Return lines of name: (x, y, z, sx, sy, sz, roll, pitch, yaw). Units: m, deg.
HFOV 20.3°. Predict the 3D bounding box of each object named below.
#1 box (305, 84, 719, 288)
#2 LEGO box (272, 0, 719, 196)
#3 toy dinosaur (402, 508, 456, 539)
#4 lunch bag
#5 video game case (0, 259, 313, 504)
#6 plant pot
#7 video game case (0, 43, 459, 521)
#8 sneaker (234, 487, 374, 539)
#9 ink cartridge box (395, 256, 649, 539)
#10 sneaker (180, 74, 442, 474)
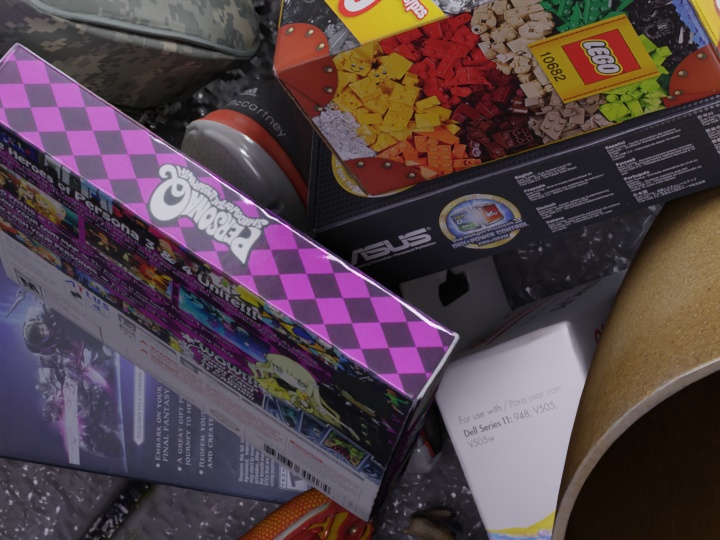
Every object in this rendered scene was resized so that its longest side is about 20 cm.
box: (0.077, -0.089, 0.783, 0.199, 0.161, 0.044, -17, 136, 24)
LEGO box: (0.057, -0.142, 0.753, 0.148, 0.201, 0.077, -16, 137, 24)
toy dinosaur: (0.035, 0.136, 0.862, 0.199, 0.101, 0.059, 29, 87, -20)
lunch bag: (-0.162, -0.116, 0.843, 0.167, 0.200, 0.140, -26, 77, 25)
video game case: (-0.103, 0.028, 0.947, 0.198, 0.019, 0.144, 7, 103, 20)
plant pot: (0.162, 0.041, 0.732, 0.184, 0.201, 0.188, 3, 124, 4)
video game case: (-0.061, 0.013, 0.803, 0.199, 0.182, 0.036, 33, 70, 8)
sneaker: (-0.073, 0.157, 0.931, 0.200, 0.073, 0.077, -44, 46, 20)
ink cartridge box: (0.093, 0.072, 0.826, 0.067, 0.117, 0.202, -20, 94, 25)
sneaker: (0.000, 0.000, 0.865, 0.077, 0.082, 0.201, 11, 136, 44)
